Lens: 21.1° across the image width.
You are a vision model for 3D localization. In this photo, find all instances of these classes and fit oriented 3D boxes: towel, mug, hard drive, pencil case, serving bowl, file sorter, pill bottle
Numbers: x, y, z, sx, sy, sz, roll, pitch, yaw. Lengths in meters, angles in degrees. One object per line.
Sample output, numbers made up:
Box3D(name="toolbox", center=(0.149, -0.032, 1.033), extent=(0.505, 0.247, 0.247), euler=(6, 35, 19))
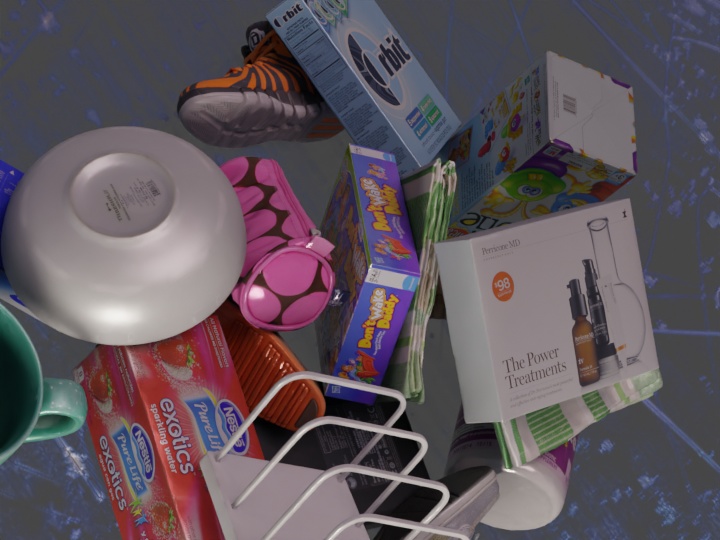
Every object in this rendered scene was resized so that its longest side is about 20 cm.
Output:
Box3D(name="towel", center=(0.179, 0.069, 1.683), extent=(0.199, 0.023, 0.154), euler=(-24, 101, -38))
Box3D(name="mug", center=(-0.317, 0.106, 1.448), extent=(0.185, 0.114, 0.152), euler=(40, 49, -10))
Box3D(name="hard drive", center=(-0.038, 0.161, 1.665), extent=(0.199, 0.033, 0.141), euler=(-7, 70, -38))
Box3D(name="towel", center=(0.042, 0.012, 1.636), extent=(0.023, 0.152, 0.202), euler=(8, 85, -13))
Box3D(name="pencil case", center=(-0.079, -0.029, 1.643), extent=(0.090, 0.094, 0.200), euler=(19, 20, -28))
Box3D(name="serving bowl", center=(-0.188, -0.042, 1.540), extent=(0.198, 0.066, 0.201), euler=(3, 55, -4))
Box3D(name="file sorter", center=(-0.008, 0.191, 1.446), extent=(0.138, 0.125, 0.201), euler=(15, 37, -38))
Box3D(name="pill bottle", center=(0.148, 0.125, 1.761), extent=(0.112, 0.112, 0.201), euler=(30, 52, -18))

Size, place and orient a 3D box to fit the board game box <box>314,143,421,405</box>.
Box3D(name="board game box", center=(0.000, 0.000, 1.660), extent=(0.044, 0.135, 0.201), euler=(12, 30, -14))

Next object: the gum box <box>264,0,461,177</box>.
Box3D(name="gum box", center=(0.006, -0.187, 1.826), extent=(0.201, 0.044, 0.170), euler=(55, 24, -8))

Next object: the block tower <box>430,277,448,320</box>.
Box3D(name="block tower", center=(0.098, 0.010, 1.757), extent=(0.198, 0.058, 0.054), euler=(4, 38, 5))

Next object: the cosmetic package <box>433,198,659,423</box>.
Box3D(name="cosmetic package", center=(0.158, 0.031, 1.613), extent=(0.199, 0.051, 0.152), euler=(-15, 94, -40))

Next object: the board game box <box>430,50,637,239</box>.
Box3D(name="board game box", center=(0.162, -0.100, 1.837), extent=(0.102, 0.200, 0.106), euler=(19, 55, -25))

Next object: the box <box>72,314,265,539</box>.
Box3D(name="box", center=(-0.146, 0.146, 1.556), extent=(0.099, 0.095, 0.201), euler=(-6, 69, -38))

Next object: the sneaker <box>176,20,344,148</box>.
Box3D(name="sneaker", center=(-0.102, -0.179, 1.792), extent=(0.199, 0.077, 0.113), euler=(0, 61, -47))

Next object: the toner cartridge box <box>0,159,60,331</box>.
Box3D(name="toner cartridge box", center=(-0.308, -0.041, 1.584), extent=(0.199, 0.043, 0.095), euler=(32, 52, -16))

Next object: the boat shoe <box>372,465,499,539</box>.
Box3D(name="boat shoe", center=(0.048, 0.246, 1.632), extent=(0.202, 0.074, 0.065), euler=(-44, 108, -22))

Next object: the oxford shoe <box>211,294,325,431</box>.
Box3D(name="oxford shoe", center=(-0.096, 0.055, 1.639), extent=(0.200, 0.071, 0.073), euler=(44, 27, 14))
